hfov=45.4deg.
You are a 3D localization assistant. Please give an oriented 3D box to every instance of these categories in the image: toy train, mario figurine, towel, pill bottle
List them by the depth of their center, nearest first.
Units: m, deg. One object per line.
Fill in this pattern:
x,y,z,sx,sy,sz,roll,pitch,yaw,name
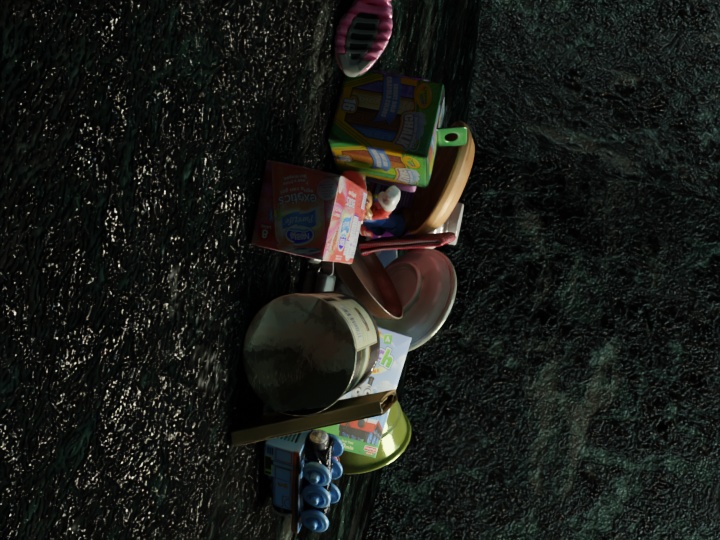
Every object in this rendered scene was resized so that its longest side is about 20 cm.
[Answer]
-0.089,0.312,1.309,0.087,0.112,0.203,-61,160,-51,toy train
0.014,-0.115,1.377,0.199,0.122,0.107,20,43,-62,mario figurine
0.084,-0.047,1.463,0.200,0.142,0.023,-23,108,-77,towel
0.088,-0.105,1.604,0.112,0.196,0.115,12,90,-80,pill bottle

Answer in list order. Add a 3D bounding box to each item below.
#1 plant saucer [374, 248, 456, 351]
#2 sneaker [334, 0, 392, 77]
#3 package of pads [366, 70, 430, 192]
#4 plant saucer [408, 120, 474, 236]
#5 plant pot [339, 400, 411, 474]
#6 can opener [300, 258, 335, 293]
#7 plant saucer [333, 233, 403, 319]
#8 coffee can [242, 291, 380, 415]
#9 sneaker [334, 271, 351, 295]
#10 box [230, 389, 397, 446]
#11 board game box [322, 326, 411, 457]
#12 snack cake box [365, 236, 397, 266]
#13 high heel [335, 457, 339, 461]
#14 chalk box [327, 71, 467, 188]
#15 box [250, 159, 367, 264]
0.073,0.042,1.491,0.050,0.198,0.203,35,60,-39,plant saucer
0.011,-0.365,1.234,0.095,0.077,0.204,115,-10,-80,sneaker
0.058,-0.239,1.501,0.076,0.118,0.202,-68,167,-45,package of pads
0.137,-0.148,1.428,0.201,0.037,0.202,-90,-154,-64,plant saucer
-0.018,0.208,1.485,0.201,0.196,0.193,-63,150,-57,plant pot
-0.071,0.016,1.290,0.066,0.052,0.204,3,98,-46,can opener
0.000,0.000,1.395,0.034,0.202,0.200,-34,-179,14,plant saucer
-0.059,0.102,1.134,0.200,0.143,0.149,6,96,-80,coffee can
-0.032,0.042,1.505,0.100,0.077,0.200,-51,-172,14,sneaker
-0.055,0.191,1.137,0.163,0.196,0.022,11,66,-81,box
-0.016,0.181,1.368,0.036,0.149,0.204,12,-95,66,board game box
0.043,0.006,1.742,0.116,0.066,0.203,84,6,-55,snack cake box
-0.065,0.217,1.391,0.067,0.094,0.204,-36,137,-74,high heel
0.063,-0.211,1.316,0.125,0.196,0.126,71,33,-72,chalk box
-0.059,-0.068,1.075,0.200,0.093,0.105,-2,104,-80,box
